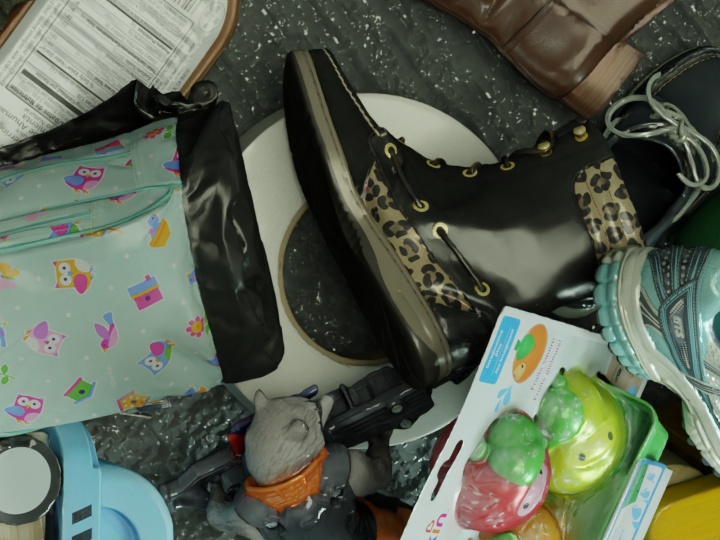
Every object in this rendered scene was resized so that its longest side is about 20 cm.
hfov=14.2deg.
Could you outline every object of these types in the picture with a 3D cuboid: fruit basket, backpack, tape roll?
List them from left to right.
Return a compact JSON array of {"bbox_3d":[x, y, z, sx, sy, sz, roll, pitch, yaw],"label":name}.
[{"bbox_3d":[-0.149,0.004,1.505,0.200,0.127,0.167,-12,115,0],"label":"backpack"},{"bbox_3d":[0.000,0.000,1.634,0.202,0.037,0.203,-1,94,-19],"label":"tape roll"},{"bbox_3d":[0.086,0.116,1.516,0.094,0.200,0.185,25,94,23],"label":"fruit basket"}]

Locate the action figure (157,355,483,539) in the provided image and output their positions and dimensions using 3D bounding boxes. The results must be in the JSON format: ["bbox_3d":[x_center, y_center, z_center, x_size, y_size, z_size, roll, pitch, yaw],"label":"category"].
[{"bbox_3d":[0.005,0.124,1.579,0.200,0.105,0.194,-32,132,7],"label":"action figure"}]

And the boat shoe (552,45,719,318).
[{"bbox_3d":[0.163,-0.060,1.652,0.075,0.062,0.200,42,64,3],"label":"boat shoe"}]

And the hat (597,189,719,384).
[{"bbox_3d":[0.188,-0.012,1.671,0.176,0.200,0.166,4,121,12],"label":"hat"}]

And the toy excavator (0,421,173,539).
[{"bbox_3d":[-0.131,0.168,1.577,0.200,0.100,0.195,-2,95,-27],"label":"toy excavator"}]

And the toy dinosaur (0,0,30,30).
[{"bbox_3d":[-0.170,-0.194,1.540,0.200,0.047,0.088,-42,69,-18],"label":"toy dinosaur"}]

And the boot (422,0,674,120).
[{"bbox_3d":[0.099,-0.211,1.645,0.200,0.064,0.187,35,80,-13],"label":"boot"}]

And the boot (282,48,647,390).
[{"bbox_3d":[0.054,-0.048,1.563,0.150,0.073,0.200,-20,68,-14],"label":"boot"}]

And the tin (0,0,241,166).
[{"bbox_3d":[-0.146,-0.116,1.578,0.112,0.042,0.200,37,82,-13],"label":"tin"}]

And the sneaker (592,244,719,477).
[{"bbox_3d":[0.208,0.054,1.532,0.200,0.086,0.078,39,54,-37],"label":"sneaker"}]

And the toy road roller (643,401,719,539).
[{"bbox_3d":[0.221,0.154,1.677,0.200,0.123,0.146,-13,109,-18],"label":"toy road roller"}]
